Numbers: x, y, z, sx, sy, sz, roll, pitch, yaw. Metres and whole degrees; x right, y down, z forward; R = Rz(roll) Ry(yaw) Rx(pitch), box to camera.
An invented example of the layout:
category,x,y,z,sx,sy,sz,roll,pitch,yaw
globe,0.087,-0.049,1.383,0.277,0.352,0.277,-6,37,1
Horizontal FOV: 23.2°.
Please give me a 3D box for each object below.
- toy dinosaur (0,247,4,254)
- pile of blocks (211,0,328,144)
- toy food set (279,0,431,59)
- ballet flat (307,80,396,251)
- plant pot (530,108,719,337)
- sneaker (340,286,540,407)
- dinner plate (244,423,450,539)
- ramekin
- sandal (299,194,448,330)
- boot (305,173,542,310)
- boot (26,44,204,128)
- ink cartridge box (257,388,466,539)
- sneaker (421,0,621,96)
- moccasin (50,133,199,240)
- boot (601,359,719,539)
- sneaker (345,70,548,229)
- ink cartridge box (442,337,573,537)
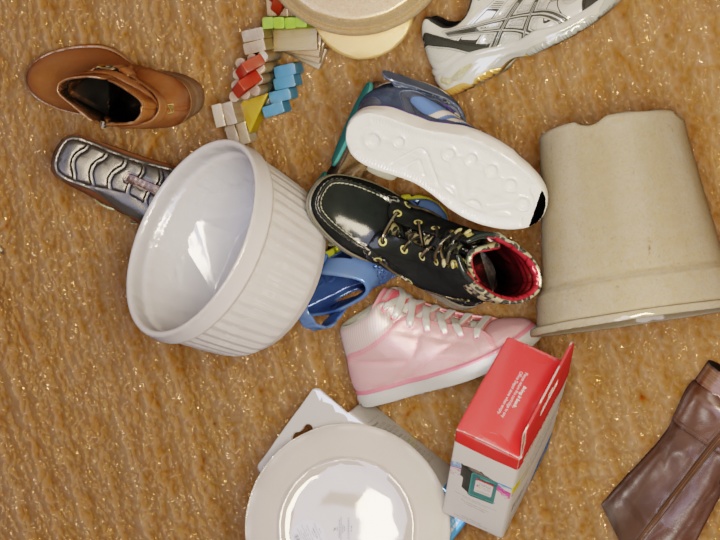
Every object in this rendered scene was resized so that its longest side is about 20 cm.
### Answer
category,x,y,z,sx,sy,sz,roll,pitch,yaw
toy dinosaur,-0.425,-0.012,1.838,0.058,0.101,0.201,-22,93,20
pile of blocks,-0.086,-0.206,1.719,0.082,0.062,0.201,24,106,12
toy food set,0.001,-0.318,1.664,0.200,0.049,0.198,43,97,3
ballet flat,-0.008,-0.089,1.719,0.072,0.068,0.200,28,108,-10
plant pot,0.241,-0.044,1.590,0.200,0.200,0.184,-9,85,19
sneaker,0.069,0.058,1.708,0.200,0.075,0.105,-18,99,24
dinner plate,-0.013,0.247,1.691,0.199,0.024,0.201,-1,80,4
ramekin,-0.123,-0.013,1.669,0.105,0.200,0.200,27,113,-35
sandal,0.000,0.000,1.695,0.200,0.087,0.080,-32,116,4
boot,0.059,-0.029,1.593,0.203,0.154,0.074,31,80,-17
boot,-0.267,-0.174,1.731,0.199,0.155,0.077,16,104,14
ink cartridge box,0.011,0.212,1.758,0.200,0.068,0.115,38,106,8
sneaker,0.146,-0.239,1.633,0.199,0.076,0.088,-24,92,19
moccasin,-0.217,-0.076,1.778,0.201,0.078,0.074,18,89,-5
boot,0.344,0.214,1.655,0.186,0.064,0.200,38,105,22
sneaker,0.092,-0.118,1.614,0.199,0.146,0.081,23,117,9
ink cartridge box,0.136,0.147,1.629,0.067,0.116,0.200,24,146,13
